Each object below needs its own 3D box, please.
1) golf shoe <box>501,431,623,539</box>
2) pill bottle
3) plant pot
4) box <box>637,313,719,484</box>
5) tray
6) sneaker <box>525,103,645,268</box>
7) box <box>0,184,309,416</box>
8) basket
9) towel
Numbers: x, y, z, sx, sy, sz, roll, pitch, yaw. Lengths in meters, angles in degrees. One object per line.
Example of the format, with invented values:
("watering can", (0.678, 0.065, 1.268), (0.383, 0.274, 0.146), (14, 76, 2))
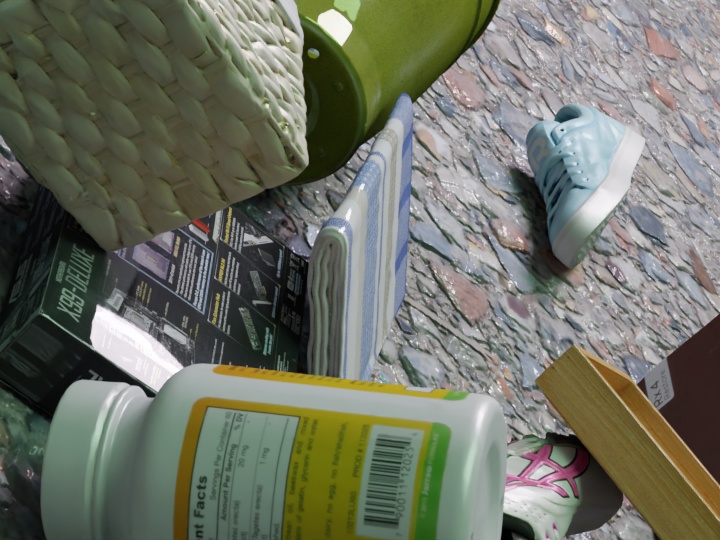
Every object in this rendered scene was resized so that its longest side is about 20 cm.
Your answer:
("golf shoe", (0.083, 0.142, 1.346), (0.200, 0.073, 0.092), (5, 44, -44))
("pill bottle", (-0.039, 0.102, 1.092), (0.199, 0.111, 0.111), (6, 26, 12))
("plant pot", (-0.031, -0.156, 1.472), (0.200, 0.200, 0.193), (42, 40, -12))
("box", (0.315, 0.131, 1.594), (0.200, 0.164, 0.166), (33, 31, -26))
("tray", (0.186, 0.135, 1.369), (0.200, 0.037, 0.099), (53, 11, 26))
("sneaker", (0.149, -0.066, 1.731), (0.082, 0.074, 0.200), (31, 24, 0))
("box", (-0.105, 0.022, 1.255), (0.158, 0.050, 0.200), (36, 29, -21))
("basket", (-0.118, -0.120, 1.168), (0.200, 0.135, 0.124), (52, 20, -49))
("towel", (0.000, 0.000, 1.364), (0.024, 0.147, 0.200), (8, 28, 10))
